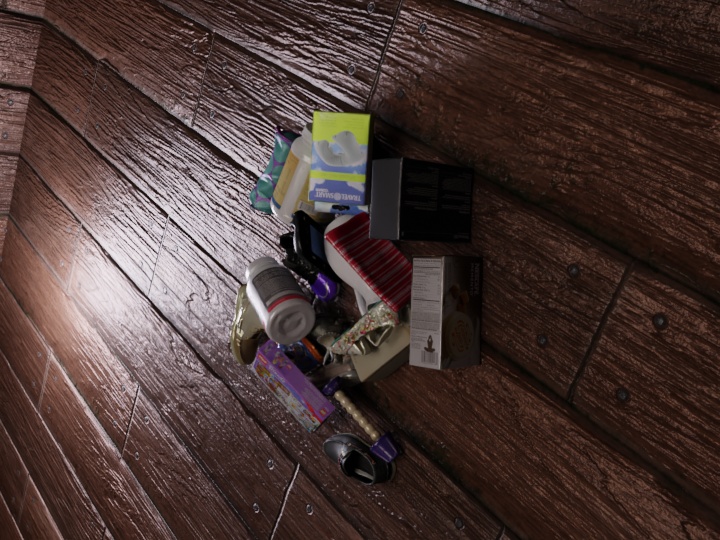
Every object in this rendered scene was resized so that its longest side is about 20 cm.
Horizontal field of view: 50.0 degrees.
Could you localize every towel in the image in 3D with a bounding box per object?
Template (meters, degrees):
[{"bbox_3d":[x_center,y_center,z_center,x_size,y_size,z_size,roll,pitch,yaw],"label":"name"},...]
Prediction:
[{"bbox_3d":[0.035,-0.020,1.473,0.200,0.144,0.023,47,127,9],"label":"towel"}]

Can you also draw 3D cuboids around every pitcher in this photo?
[{"bbox_3d":[0.000,0.000,1.585,0.201,0.121,0.172,58,148,20],"label":"pitcher"}]

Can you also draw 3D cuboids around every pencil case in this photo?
[{"bbox_3d":[-0.192,-0.227,1.794,0.092,0.085,0.201,33,116,9],"label":"pencil case"}]

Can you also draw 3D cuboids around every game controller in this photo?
[{"bbox_3d":[-0.085,-0.046,1.607,0.042,0.200,0.105,-24,61,16],"label":"game controller"}]

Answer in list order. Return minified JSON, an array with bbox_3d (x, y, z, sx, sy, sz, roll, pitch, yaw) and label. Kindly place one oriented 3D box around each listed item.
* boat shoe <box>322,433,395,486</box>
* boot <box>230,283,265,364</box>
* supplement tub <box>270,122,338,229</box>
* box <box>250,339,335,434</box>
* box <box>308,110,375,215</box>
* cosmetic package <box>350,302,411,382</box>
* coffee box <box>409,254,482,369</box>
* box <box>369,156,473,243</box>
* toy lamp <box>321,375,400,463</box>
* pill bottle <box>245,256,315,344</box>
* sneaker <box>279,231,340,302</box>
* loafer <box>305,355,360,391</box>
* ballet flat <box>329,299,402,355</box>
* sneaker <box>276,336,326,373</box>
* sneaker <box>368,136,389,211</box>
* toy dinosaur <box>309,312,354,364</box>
[{"bbox_3d":[-0.016,0.396,1.632,0.201,0.063,0.074,13,102,47],"label":"boat shoe"},{"bbox_3d":[-0.238,0.141,1.859,0.154,0.072,0.202,11,97,43],"label":"boot"},{"bbox_3d":[-0.097,-0.198,1.652,0.145,0.144,0.201,45,121,36],"label":"supplement tub"},{"bbox_3d":[-0.146,0.250,1.640,0.200,0.039,0.137,46,153,7],"label":"box"},{"bbox_3d":[-0.038,-0.210,1.530,0.121,0.048,0.202,6,101,14],"label":"box"},{"bbox_3d":[0.064,0.130,1.538,0.200,0.073,0.104,-45,59,38],"label":"cosmetic package"},{"bbox_3d":[0.157,0.073,1.411,0.079,0.114,0.202,3,91,46],"label":"coffee box"},{"bbox_3d":[0.112,-0.122,1.392,0.078,0.199,0.143,1,90,45],"label":"box"},{"bbox_3d":[0.003,0.308,1.583,0.200,0.058,0.058,47,123,14],"label":"toy lamp"},{"bbox_3d":[-0.180,0.057,1.663,0.200,0.110,0.111,54,127,47],"label":"pill bottle"},{"bbox_3d":[-0.124,-0.008,1.711,0.070,0.099,0.201,-52,54,30],"label":"sneaker"},{"bbox_3d":[-0.068,0.231,1.689,0.199,0.072,0.063,-24,57,38],"label":"loafer"},{"bbox_3d":[0.011,0.125,1.492,0.200,0.075,0.064,-45,66,40],"label":"ballet flat"},{"bbox_3d":[-0.165,0.154,1.721,0.079,0.075,0.200,-49,58,0],"label":"sneaker"},{"bbox_3d":[0.056,-0.212,1.553,0.111,0.073,0.202,-20,83,40],"label":"sneaker"},{"bbox_3d":[-0.081,0.120,1.668,0.200,0.102,0.077,37,116,39],"label":"toy dinosaur"}]
